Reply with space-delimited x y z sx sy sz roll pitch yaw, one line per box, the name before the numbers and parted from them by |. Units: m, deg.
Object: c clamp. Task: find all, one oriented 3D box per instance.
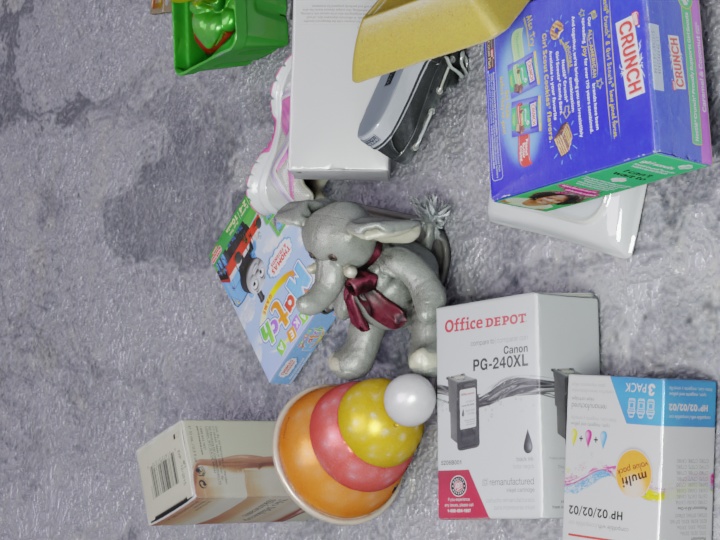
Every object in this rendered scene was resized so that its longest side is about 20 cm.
c clamp | 0.020 0.021 1.780 0.199 0.027 0.172 21 99 39

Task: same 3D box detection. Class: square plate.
square plate | 0.191 -0.127 1.595 0.198 0.028 0.201 19 101 53

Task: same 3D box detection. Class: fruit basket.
fruit basket | -0.183 -0.335 1.973 0.155 0.215 0.217 -17 73 50

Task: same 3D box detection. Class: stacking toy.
stacking toy | 0.014 0.153 1.676 0.200 0.145 0.147 -40 55 55

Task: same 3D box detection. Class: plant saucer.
plant saucer | 0.092 -0.269 1.614 0.199 0.049 0.200 -12 33 48

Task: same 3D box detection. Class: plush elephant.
plush elephant | 0.000 0.000 1.677 0.164 0.154 0.201 6 78 54

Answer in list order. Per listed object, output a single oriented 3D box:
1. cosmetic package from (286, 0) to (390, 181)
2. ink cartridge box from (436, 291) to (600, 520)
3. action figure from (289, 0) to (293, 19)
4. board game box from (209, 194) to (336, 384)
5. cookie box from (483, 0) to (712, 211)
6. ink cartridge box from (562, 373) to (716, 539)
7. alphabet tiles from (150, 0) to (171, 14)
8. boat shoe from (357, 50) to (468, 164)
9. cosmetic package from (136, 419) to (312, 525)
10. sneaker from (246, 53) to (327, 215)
cosmetic package | -0.018 -0.196 1.796 0.085 0.107 0.201 52 -139 -86
ink cartridge box | 0.142 0.124 1.584 0.145 0.083 0.201 -11 77 52
action figure | -0.050 -0.357 1.882 0.119 0.102 0.201 37 114 35
board game box | -0.091 0.002 1.945 0.152 0.036 0.200 -56 47 31
cookie box | 0.200 -0.155 1.502 0.200 0.075 0.172 -15 74 51
ink cartridge box | 0.233 0.190 1.470 0.115 0.068 0.201 -2 84 53
alphabet tiles | -0.223 -0.409 2.191 0.200 0.006 0.168 5 90 53
boat shoe | 0.070 -0.200 1.729 0.074 0.068 0.200 -6 57 63
cosmetic package | -0.121 0.212 1.826 0.103 0.199 0.088 -36 59 46
sneaker | -0.050 -0.149 1.882 0.088 0.081 0.201 14 90 31
